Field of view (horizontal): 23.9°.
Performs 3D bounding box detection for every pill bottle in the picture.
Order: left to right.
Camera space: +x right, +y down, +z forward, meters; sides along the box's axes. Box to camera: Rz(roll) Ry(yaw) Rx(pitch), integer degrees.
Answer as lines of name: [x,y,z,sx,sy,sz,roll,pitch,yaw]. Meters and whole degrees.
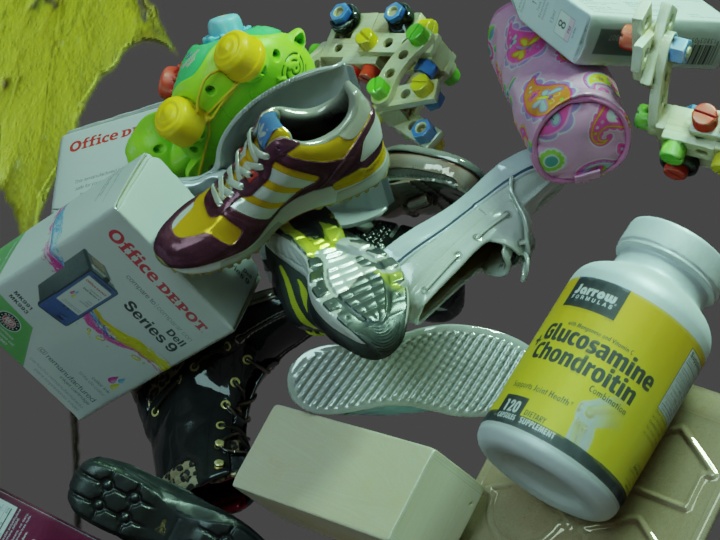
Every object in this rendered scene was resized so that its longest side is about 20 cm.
pill bottle: [0.175,0.065,1.187,0.112,0.112,0.201,20,70,38]

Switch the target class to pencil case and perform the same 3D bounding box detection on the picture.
pencil case: [0.157,-0.147,1.364,0.087,0.088,0.200,-31,31,11]

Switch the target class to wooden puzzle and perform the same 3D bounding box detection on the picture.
wooden puzzle: [0.175,0.161,1.226,0.185,0.046,0.201,19,68,37]

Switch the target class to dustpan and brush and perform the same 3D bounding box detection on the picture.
dustpan and brush: [-0.087,-0.083,1.382,0.199,0.140,0.057,-8,29,20]

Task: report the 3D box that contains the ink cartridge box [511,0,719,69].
ink cartridge box: [0.183,-0.232,1.389,0.200,0.162,0.057,44,127,43]

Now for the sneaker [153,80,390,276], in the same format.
sneaker: [-0.077,-0.075,1.293,0.199,0.090,0.075,-30,45,-8]

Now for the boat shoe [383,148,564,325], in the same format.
boat shoe: [0.107,-0.021,1.344,0.201,0.075,0.086,-33,64,-22]

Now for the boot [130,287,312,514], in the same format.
boot: [-0.103,0.113,1.402,0.199,0.073,0.151,-28,50,19]

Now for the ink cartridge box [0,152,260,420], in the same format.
ink cartridge box: [-0.204,0.016,1.400,0.199,0.145,0.088,-29,25,31]

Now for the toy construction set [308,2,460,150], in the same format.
toy construction set: [0.002,-0.177,1.514,0.199,0.092,0.132,13,69,24]

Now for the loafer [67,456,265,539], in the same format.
loafer: [-0.135,0.206,1.329,0.200,0.070,0.068,30,91,1]

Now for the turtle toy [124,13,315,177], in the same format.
turtle toy: [-0.119,-0.137,1.444,0.200,0.145,0.101,-44,50,16]

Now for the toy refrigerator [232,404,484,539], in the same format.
toy refrigerator: [-0.003,0.165,1.287,0.199,0.070,0.076,9,65,51]

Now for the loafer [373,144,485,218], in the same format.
loafer: [0.020,-0.067,1.444,0.199,0.072,0.063,8,67,44]

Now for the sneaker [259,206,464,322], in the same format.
sneaker: [0.000,0.000,1.422,0.199,0.080,0.074,24,46,25]

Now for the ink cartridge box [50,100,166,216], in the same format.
ink cartridge box: [-0.205,-0.040,1.551,0.146,0.086,0.201,-14,54,23]

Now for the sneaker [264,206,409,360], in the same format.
sneaker: [-0.017,0.019,1.310,0.074,0.085,0.200,-16,35,-17]

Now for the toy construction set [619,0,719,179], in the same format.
toy construction set: [0.274,-0.116,1.258,0.199,0.131,0.092,32,79,26]

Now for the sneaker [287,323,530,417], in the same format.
sneaker: [0.045,0.078,1.338,0.198,0.082,0.075,1,90,6]

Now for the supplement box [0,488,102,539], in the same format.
supplement box: [-0.240,0.253,1.375,0.199,0.110,0.086,17,72,38]
